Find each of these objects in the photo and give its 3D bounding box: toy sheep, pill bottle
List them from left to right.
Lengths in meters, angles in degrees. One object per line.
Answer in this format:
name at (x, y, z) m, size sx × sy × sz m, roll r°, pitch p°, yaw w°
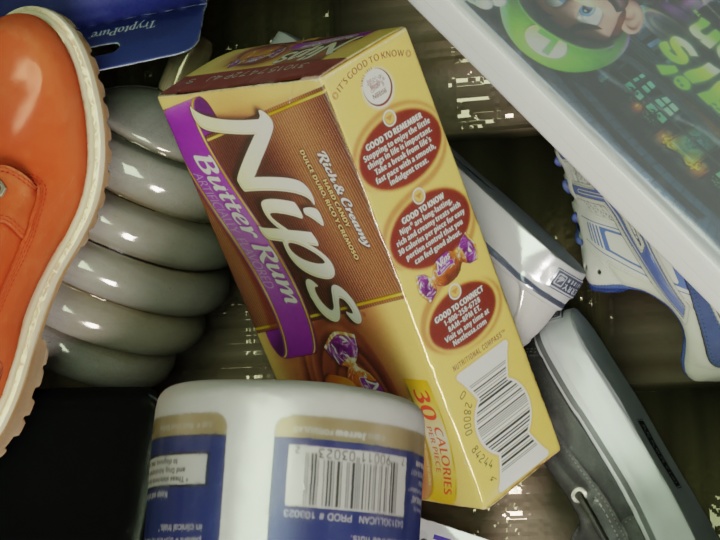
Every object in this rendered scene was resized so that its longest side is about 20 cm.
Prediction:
toy sheep at (-0.120, -0.020, 0.880) m, size 0.138 × 0.138 × 0.200 m, roll 30°, pitch 107°, yaw 16°
pill bottle at (-0.034, 0.149, 0.748) m, size 0.111 × 0.111 × 0.200 m, roll 1°, pitch 78°, yaw 14°

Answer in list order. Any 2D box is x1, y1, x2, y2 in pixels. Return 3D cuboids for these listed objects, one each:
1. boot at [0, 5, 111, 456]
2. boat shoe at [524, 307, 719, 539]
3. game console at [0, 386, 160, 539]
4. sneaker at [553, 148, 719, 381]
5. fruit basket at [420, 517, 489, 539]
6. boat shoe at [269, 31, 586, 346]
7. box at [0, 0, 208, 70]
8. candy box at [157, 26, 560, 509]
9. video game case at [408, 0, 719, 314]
boot at (-0.166, -0.022, 0.777) m, size 0.075 × 0.107 × 0.200 m, roll 9°, pitch 82°, yaw 23°
boat shoe at (0.114, 0.115, 0.837) m, size 0.066 × 0.070 × 0.200 m, roll -32°, pitch 76°, yaw 15°
game console at (-0.153, 0.160, 0.841) m, size 0.116 × 0.176 × 0.200 m, roll 9°, pitch 72°, yaw -1°
sneaker at (0.116, -0.035, 0.851) m, size 0.200 × 0.075 × 0.088 m, roll 49°, pitch 118°, yaw 21°
fruit basket at (-0.050, 0.185, 0.855) m, size 0.200 × 0.094 × 0.185 m, roll 17°, pitch 87°, yaw 12°
boat shoe at (0.013, -0.036, 0.869) m, size 0.200 × 0.074 × 0.065 m, roll 44°, pitch 101°, yaw 31°
box at (-0.125, -0.164, 0.893) m, size 0.121 × 0.032 × 0.200 m, roll -9°, pitch 44°, yaw 12°
candy box at (0.000, 0.000, 0.813) m, size 0.117 × 0.056 × 0.200 m, roll 2°, pitch 120°, yaw 50°
video game case at (0.147, -0.094, 0.822) m, size 0.182 × 0.023 × 0.200 m, roll -33°, pitch 72°, yaw -34°
